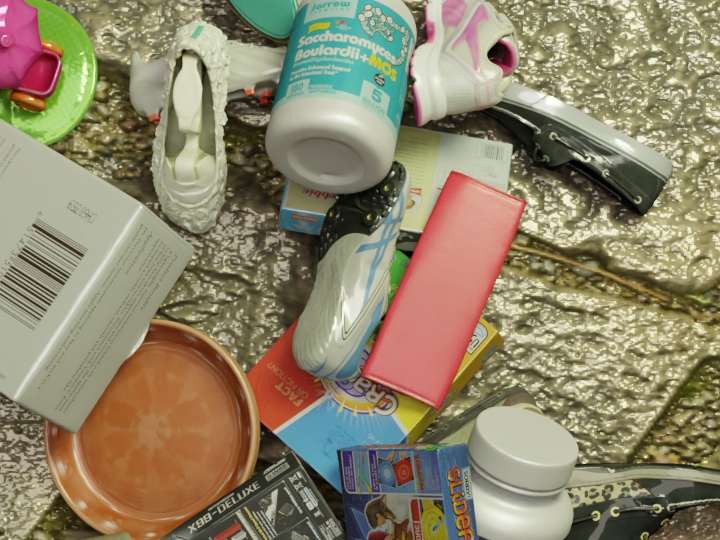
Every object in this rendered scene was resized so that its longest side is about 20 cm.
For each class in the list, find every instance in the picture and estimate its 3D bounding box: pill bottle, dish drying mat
[{"bbox_3d":[0.114,0.223,1.458,0.120,0.120,0.200,17,114,1],"label":"pill bottle"},{"bbox_3d":[-0.012,-0.174,1.491,0.111,0.111,0.200,10,58,0],"label":"pill bottle"},{"bbox_3d":[0.074,0.016,1.500,0.077,0.018,0.200,24,83,-1],"label":"dish drying mat"}]

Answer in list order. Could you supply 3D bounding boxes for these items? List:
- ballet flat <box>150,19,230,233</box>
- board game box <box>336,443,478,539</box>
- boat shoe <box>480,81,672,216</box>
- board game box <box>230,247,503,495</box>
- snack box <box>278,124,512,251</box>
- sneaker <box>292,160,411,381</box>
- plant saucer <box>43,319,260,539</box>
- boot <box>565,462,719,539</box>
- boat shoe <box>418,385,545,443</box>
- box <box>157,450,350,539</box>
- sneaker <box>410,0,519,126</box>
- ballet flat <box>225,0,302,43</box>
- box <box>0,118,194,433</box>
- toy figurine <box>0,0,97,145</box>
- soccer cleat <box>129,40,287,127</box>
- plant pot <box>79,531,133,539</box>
[{"bbox_3d":[-0.155,-0.122,1.531,0.072,0.072,0.200,3,110,-1],"label":"ballet flat"},{"bbox_3d":[0.044,0.245,1.422,0.034,0.135,0.200,-6,90,-39],"label":"board game box"},{"bbox_3d":[0.189,-0.115,1.575,0.200,0.069,0.057,26,83,0],"label":"boat shoe"},{"bbox_3d":[0.006,0.088,1.537,0.153,0.040,0.200,39,83,20],"label":"board game box"},{"bbox_3d":[0.033,-0.077,1.561,0.200,0.037,0.116,10,58,1],"label":"snack box"},{"bbox_3d":[0.000,0.000,1.497,0.072,0.072,0.200,20,90,45],"label":"sneaker"},{"bbox_3d":[-0.185,0.144,1.531,0.200,0.032,0.200,-1,86,13],"label":"plant saucer"},{"bbox_3d":[0.242,0.248,1.523,0.203,0.073,0.154,-1,84,5],"label":"boot"},{"bbox_3d":[0.079,0.175,1.535,0.201,0.066,0.072,-36,118,13],"label":"boat shoe"},{"bbox_3d":[-0.069,0.284,1.491,0.158,0.050,0.200,-34,104,-4],"label":"box"},{"bbox_3d":[0.102,-0.200,1.543,0.088,0.081,0.200,2,44,11],"label":"sneaker"},{"bbox_3d":[-0.113,-0.290,1.592,0.071,0.065,0.200,-44,81,17],"label":"ballet flat"},{"bbox_3d":[-0.290,0.001,1.493,0.200,0.131,0.199,30,82,22],"label":"box"},{"bbox_3d":[-0.344,-0.204,1.519,0.200,0.184,0.150,17,82,2],"label":"toy figurine"},{"bbox_3d":[-0.117,-0.189,1.581,0.200,0.069,0.078,-12,79,0],"label":"soccer cleat"},{"bbox_3d":[-0.265,0.313,1.460,0.183,0.200,0.201,-16,82,-15],"label":"plant pot"}]
